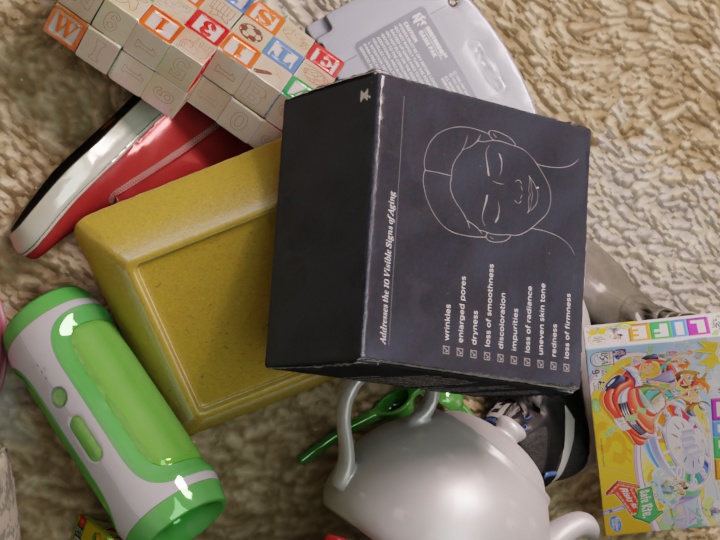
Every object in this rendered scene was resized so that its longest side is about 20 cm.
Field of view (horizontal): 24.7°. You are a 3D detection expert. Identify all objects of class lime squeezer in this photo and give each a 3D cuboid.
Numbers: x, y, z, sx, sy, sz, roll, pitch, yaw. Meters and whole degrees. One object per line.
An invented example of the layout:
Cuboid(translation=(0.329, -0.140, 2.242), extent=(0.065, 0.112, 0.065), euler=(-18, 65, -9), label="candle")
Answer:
Cuboid(translation=(0.043, 0.124, 1.379), extent=(0.200, 0.038, 0.071), euler=(0, 122, -23), label="lime squeezer")

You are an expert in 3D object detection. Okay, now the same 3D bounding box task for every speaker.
Cuboid(translation=(-0.182, 0.110, 1.210), extent=(0.088, 0.088, 0.200), euler=(-30, 70, -19), label="speaker")

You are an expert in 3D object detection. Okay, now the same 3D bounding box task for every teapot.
Cuboid(translation=(0.075, 0.174, 1.291), extent=(0.197, 0.200, 0.146), euler=(34, 81, 20), label="teapot")

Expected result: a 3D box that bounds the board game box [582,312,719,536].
Cuboid(translation=(0.260, 0.129, 1.360), extent=(0.134, 0.034, 0.200), euler=(-7, 122, 7), label="board game box")

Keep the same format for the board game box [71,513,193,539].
Cuboid(translation=(-0.119, 0.241, 1.272), extent=(0.200, 0.102, 0.048), euler=(17, 86, -22), label="board game box")

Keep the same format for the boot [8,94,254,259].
Cuboid(translation=(-0.161, -0.048, 1.269), extent=(0.200, 0.072, 0.144), euler=(-45, 108, -19), label="boot")

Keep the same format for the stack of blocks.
Cuboid(translation=(-0.121, -0.168, 1.233), extent=(0.200, 0.059, 0.115), euler=(35, 39, -6), label="stack of blocks")

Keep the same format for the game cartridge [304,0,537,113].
Cuboid(translation=(0.061, -0.137, 1.304), extent=(0.133, 0.040, 0.200), euler=(-29, 89, -5), label="game cartridge")

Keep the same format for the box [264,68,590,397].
Cuboid(translation=(0.050, -0.018, 1.172), extent=(0.196, 0.124, 0.201), euler=(11, 78, -36), label="box")

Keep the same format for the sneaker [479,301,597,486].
Cuboid(translation=(0.138, 0.089, 1.373), extent=(0.112, 0.073, 0.200), euler=(-20, 101, -42), label="sneaker")

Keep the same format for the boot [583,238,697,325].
Cuboid(translation=(0.246, 0.038, 1.401), extent=(0.200, 0.131, 0.068), euler=(44, 75, -17), label="boot")

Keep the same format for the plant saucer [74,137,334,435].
Cuboid(translation=(-0.086, 0.022, 1.232), extent=(0.200, 0.048, 0.200), euler=(-22, 114, 0), label="plant saucer")

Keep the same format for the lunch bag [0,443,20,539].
Cuboid(translation=(-0.303, 0.194, 1.132), extent=(0.139, 0.168, 0.200), euler=(-12, 123, -20), label="lunch bag")

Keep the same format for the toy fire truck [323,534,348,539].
Cuboid(translation=(0.006, 0.300, 1.253), extent=(0.200, 0.049, 0.141), euler=(48, 62, -48), label="toy fire truck")

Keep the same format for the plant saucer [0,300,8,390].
Cuboid(translation=(-0.355, 0.057, 1.201), extent=(0.200, 0.051, 0.201), euler=(0, 91, -21), label="plant saucer")
